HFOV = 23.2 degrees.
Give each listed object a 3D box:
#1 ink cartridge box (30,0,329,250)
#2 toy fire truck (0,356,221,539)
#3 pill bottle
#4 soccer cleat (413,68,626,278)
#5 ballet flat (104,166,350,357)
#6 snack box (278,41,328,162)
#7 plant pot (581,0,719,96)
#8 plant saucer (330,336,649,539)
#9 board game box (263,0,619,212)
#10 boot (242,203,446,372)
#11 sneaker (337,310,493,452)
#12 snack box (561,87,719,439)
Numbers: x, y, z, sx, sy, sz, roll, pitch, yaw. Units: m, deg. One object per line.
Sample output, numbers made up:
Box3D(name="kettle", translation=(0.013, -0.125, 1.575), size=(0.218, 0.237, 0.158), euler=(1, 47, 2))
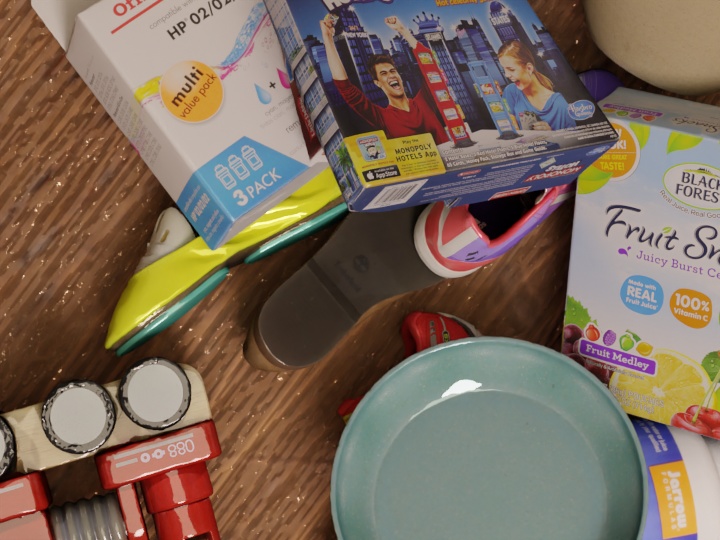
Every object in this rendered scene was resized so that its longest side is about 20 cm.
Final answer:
Box3D(name="ink cartridge box", translation=(-0.103, -0.131, 1.097), size=(0.115, 0.068, 0.201), euler=(-37, 87, -22))
Box3D(name="toy fire truck", translation=(-0.165, 0.171, 1.125), size=(0.174, 0.129, 0.202), euler=(-16, 87, -8))
Box3D(name="pill bottle", translation=(0.177, 0.159, 1.178), size=(0.197, 0.112, 0.114), euler=(-10, 96, -9))
Box3D(name="soccer cleat", translation=(0.120, -0.068, 1.151), size=(0.200, 0.073, 0.068), euler=(-40, 97, -25))
Box3D(name="ballet flat", translation=(-0.094, -0.022, 1.144), size=(0.199, 0.067, 0.067), euler=(-33, 87, -12))
Box3D(name="snack box", translation=(-0.020, -0.162, 1.088), size=(0.071, 0.024, 0.202), euler=(-1, 67, -33))
Box3D(name="plant pot", translation=(0.217, -0.194, 1.136), size=(0.198, 0.201, 0.135), euler=(21, 119, -11))
Box3D(name="plant saucer", translation=(0.080, 0.141, 1.100), size=(0.197, 0.036, 0.202), euler=(-2, 65, 5))
Box3D(name="board game box", translation=(0.031, -0.139, 1.053), size=(0.198, 0.062, 0.202), euler=(-11, 71, -36))
Box3D(name="boot", translation=(0.000, 0.000, 1.163), size=(0.199, 0.075, 0.074), euler=(-35, 90, -24))
Box3D(name="sneaker", translation=(0.018, 0.121, 1.173), size=(0.084, 0.077, 0.202), euler=(26, 79, -6))
Box3D(name="snack box", translation=(0.220, 0.000, 1.123), size=(0.167, 0.068, 0.202), euler=(14, 116, 26))
